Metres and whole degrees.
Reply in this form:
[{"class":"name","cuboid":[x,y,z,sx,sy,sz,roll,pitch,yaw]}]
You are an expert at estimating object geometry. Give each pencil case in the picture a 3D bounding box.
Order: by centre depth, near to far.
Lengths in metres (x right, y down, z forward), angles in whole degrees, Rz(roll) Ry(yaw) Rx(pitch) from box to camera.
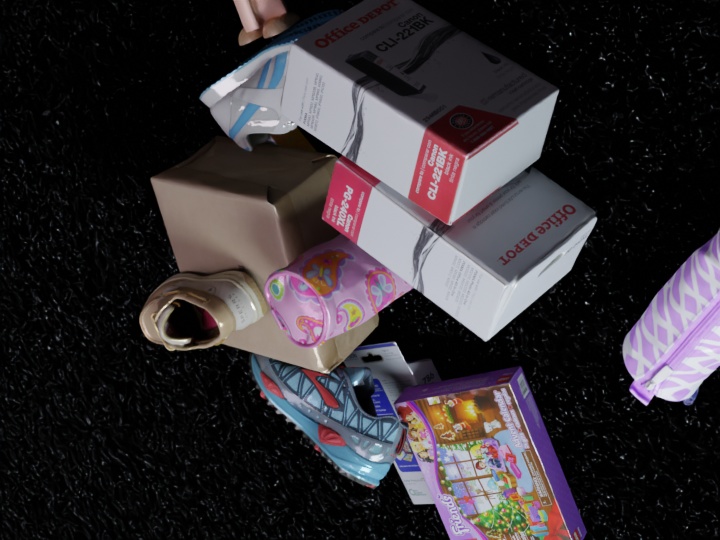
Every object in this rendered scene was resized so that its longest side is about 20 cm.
[{"class":"pencil case","cuboid":[0.292,0.035,1.454,0.084,0.085,0.200,42,140,11]},{"class":"pencil case","cuboid":[0.000,0.000,1.637,0.087,0.200,0.088,22,128,32]}]

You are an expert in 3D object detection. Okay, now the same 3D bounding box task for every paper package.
[{"class":"paper package","cuboid":[-0.096,-0.018,1.737,0.190,0.103,0.201,12,128,40]}]

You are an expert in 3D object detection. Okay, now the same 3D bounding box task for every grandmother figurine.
[{"class":"grandmother figurine","cuboid":[-0.126,-0.318,1.637,0.121,0.061,0.201,-13,112,40]}]

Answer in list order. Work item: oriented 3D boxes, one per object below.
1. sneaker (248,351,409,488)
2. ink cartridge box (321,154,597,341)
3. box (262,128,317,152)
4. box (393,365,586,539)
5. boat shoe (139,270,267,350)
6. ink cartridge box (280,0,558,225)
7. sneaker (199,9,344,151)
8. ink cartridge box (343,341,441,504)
[{"class":"sneaker","cuboid":[-0.028,0.130,1.761,0.200,0.096,0.079,41,-176,23]},{"class":"ink cartridge box","cuboid":[0.089,-0.049,1.548,0.200,0.145,0.084,38,139,19]},{"class":"box","cuboid":[-0.062,-0.066,1.779,0.200,0.041,0.119,49,142,1]},{"class":"box","cuboid":[0.133,0.203,1.752,0.136,0.039,0.201,-13,109,31]},{"class":"boat shoe","cuboid":[-0.176,0.046,1.732,0.200,0.069,0.074,-17,106,53]},{"class":"ink cartridge box","cuboid":[0.049,-0.150,1.513,0.200,0.144,0.084,34,137,22]},{"class":"sneaker","cuboid":[-0.066,-0.185,1.655,0.200,0.077,0.081,-27,102,44]},{"class":"ink cartridge box","cuboid":[0.057,0.156,1.826,0.099,0.039,0.201,-8,114,49]}]
